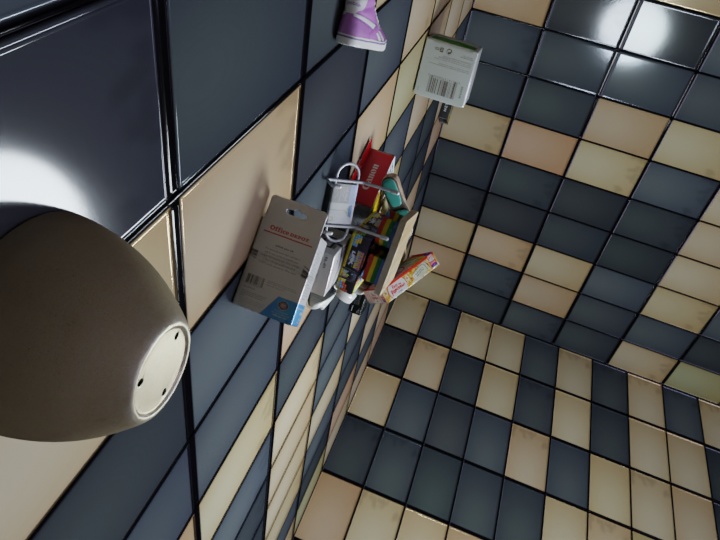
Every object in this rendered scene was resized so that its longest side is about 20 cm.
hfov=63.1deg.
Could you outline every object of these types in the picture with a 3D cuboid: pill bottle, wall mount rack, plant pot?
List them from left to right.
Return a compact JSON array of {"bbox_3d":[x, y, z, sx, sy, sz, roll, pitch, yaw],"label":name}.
[{"bbox_3d":[-0.233,0.067,0.522,0.200,0.132,0.204,20,90,-81],"label":"plant pot"},{"bbox_3d":[-0.008,-0.146,1.393,0.075,0.170,0.204,-129,-134,-55],"label":"wall mount rack"},{"bbox_3d":[0.000,0.000,1.785,0.201,0.111,0.111,-50,177,17],"label":"pill bottle"}]

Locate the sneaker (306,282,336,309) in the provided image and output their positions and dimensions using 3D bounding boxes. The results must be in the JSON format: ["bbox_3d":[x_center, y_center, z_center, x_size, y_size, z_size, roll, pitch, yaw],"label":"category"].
[{"bbox_3d":[-0.102,0.070,1.570,0.200,0.073,0.089,-46,159,-69],"label":"sneaker"}]

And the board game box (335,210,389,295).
[{"bbox_3d":[0.009,-0.051,1.577,0.200,0.056,0.168,-52,164,-62],"label":"board game box"}]

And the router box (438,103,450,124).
[{"bbox_3d":[0.492,-0.933,3.275,0.157,0.051,0.204,-17,125,-79],"label":"router box"}]

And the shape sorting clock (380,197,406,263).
[{"bbox_3d":[0.099,-0.120,1.766,0.199,0.038,0.205,-5,90,-70],"label":"shape sorting clock"}]

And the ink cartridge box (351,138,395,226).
[{"bbox_3d":[0.028,-0.242,1.688,0.177,0.082,0.203,92,19,-61],"label":"ink cartridge box"}]

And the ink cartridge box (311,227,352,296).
[{"bbox_3d":[-0.089,-0.017,1.464,0.200,0.067,0.118,-55,162,-63],"label":"ink cartridge box"}]

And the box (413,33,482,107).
[{"bbox_3d":[0.320,-0.728,2.132,0.172,0.195,0.204,-56,163,-61],"label":"box"}]

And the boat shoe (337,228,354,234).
[{"bbox_3d":[-0.037,-0.078,1.666,0.200,0.070,0.066,96,10,-78],"label":"boat shoe"}]

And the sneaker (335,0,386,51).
[{"bbox_3d":[0.016,-0.493,1.141,0.201,0.071,0.117,-51,155,-67],"label":"sneaker"}]

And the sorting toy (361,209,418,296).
[{"bbox_3d":[0.073,-0.061,1.532,0.200,0.068,0.202,-42,153,-71],"label":"sorting toy"}]

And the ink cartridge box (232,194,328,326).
[{"bbox_3d":[-0.133,-0.016,1.036,0.067,0.114,0.204,49,60,-80],"label":"ink cartridge box"}]

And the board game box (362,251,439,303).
[{"bbox_3d":[0.117,0.023,1.721,0.198,0.047,0.151,-36,-172,-18],"label":"board game box"}]

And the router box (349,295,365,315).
[{"bbox_3d":[0.016,0.069,2.360,0.149,0.050,0.204,-25,133,-81],"label":"router box"}]

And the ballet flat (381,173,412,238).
[{"bbox_3d":[0.111,-0.184,1.668,0.068,0.067,0.204,-67,147,-59],"label":"ballet flat"}]
